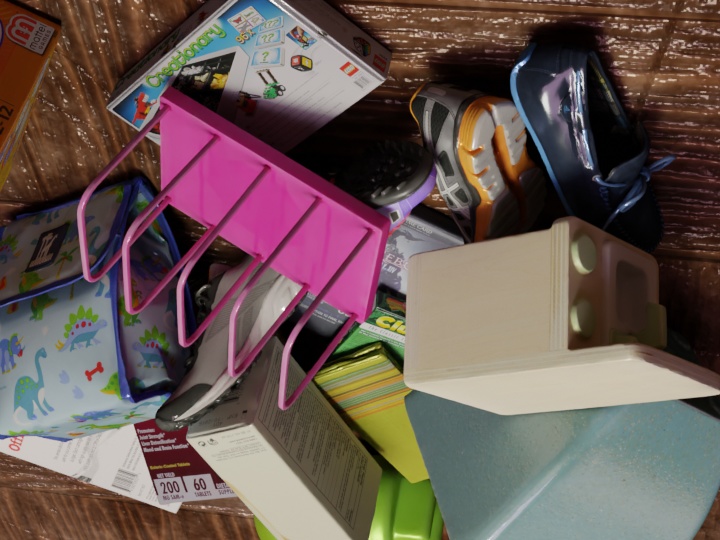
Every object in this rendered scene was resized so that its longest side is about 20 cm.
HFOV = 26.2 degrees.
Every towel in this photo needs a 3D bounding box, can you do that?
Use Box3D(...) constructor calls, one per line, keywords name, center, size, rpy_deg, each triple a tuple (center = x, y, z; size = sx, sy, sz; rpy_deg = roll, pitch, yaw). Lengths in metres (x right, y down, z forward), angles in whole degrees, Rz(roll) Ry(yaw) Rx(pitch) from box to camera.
Box3D(name="towel", center=(0.033, 0.134, 1.427), size=(0.086, 0.018, 0.200), rpy_deg=(-20, 137, 24))

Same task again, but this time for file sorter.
Box3D(name="file sorter", center=(-0.100, -0.010, 1.167), size=(0.200, 0.125, 0.139), rpy_deg=(32, 151, 12))

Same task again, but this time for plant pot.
Box3D(name="plant pot", center=(0.189, 0.137, 1.287), size=(0.196, 0.196, 0.200), rpy_deg=(25, 119, -31))

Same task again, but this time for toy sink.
Box3D(name="toy sink", center=(0.150, 0.034, 1.141), size=(0.200, 0.112, 0.130), rpy_deg=(-10, 160, 40))

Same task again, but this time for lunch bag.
Box3D(name="lunch bag", center=(-0.239, 0.034, 1.330), size=(0.170, 0.200, 0.127), rpy_deg=(-16, 163, 31))

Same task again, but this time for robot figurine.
Box3D(name="robot figurine", center=(-0.018, 0.242, 1.556), size=(0.200, 0.116, 0.176), rpy_deg=(0, 151, 18))

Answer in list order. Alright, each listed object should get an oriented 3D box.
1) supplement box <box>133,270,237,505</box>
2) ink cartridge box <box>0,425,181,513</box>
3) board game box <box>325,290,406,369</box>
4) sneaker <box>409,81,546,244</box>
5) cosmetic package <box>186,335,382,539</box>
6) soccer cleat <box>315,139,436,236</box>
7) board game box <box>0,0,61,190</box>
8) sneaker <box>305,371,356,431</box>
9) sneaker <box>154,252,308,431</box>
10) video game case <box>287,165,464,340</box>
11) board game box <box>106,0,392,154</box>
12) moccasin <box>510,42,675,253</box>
Box3D(name="supplement box", center=(-0.157, 0.108, 1.413), size=(0.109, 0.061, 0.200), rpy_deg=(-10, 103, 28))
Box3D(name="ink cartridge box", center=(-0.250, 0.147, 1.543), size=(0.200, 0.084, 0.146), rpy_deg=(21, 142, -8))
Box3D(name="board game box", center=(0.079, 0.083, 1.388), size=(0.200, 0.024, 0.105), rpy_deg=(21, 143, -19))
Box3D(name="sneaker", center=(0.088, -0.075, 1.185), size=(0.077, 0.078, 0.200), rpy_deg=(31, 155, 28))
Box3D(name="cosmetic package", center=(-0.063, 0.163, 1.368), size=(0.071, 0.105, 0.200), rpy_deg=(-14, 129, 27))
Box3D(name="soccer cleat", center=(0.004, -0.046, 1.197), size=(0.073, 0.068, 0.200), rpy_deg=(43, 148, -21))
Box3D(name="board game box", center=(-0.376, -0.102, 1.192), size=(0.200, 0.200, 0.200), rpy_deg=(24, 141, -10))
Box3D(name="sneaker", center=(-0.088, 0.110, 1.457), size=(0.200, 0.081, 0.084), rpy_deg=(8, 128, 3))
Box3D(name="sneaker", center=(-0.112, 0.047, 1.277), size=(0.079, 0.200, 0.074), rpy_deg=(36, 159, -6))
Box3D(name="video game case", center=(0.000, 0.000, 1.338), size=(0.143, 0.019, 0.200), rpy_deg=(24, 141, -11))
Box3D(name="board game box", center=(-0.088, -0.143, 1.179), size=(0.126, 0.035, 0.200), rpy_deg=(35, 137, -24))
Box3D(name="moccasin", center=(0.178, -0.081, 1.127), size=(0.068, 0.081, 0.200), rpy_deg=(-4, 140, 40))
